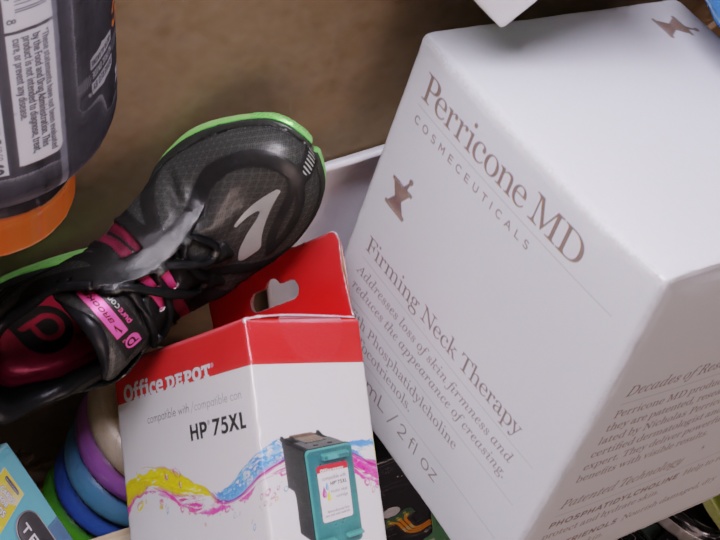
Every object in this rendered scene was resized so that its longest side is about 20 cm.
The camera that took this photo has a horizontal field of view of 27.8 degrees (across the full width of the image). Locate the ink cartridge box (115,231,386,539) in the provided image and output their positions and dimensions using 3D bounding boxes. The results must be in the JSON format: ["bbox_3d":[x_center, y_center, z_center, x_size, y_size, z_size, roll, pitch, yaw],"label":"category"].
[{"bbox_3d":[-0.052,0.090,0.663,0.067,0.200,0.116,1,166,-40],"label":"ink cartridge box"}]

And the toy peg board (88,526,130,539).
[{"bbox_3d":[-0.100,0.208,0.805,0.200,0.098,0.199,-12,157,-40],"label":"toy peg board"}]

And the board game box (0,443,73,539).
[{"bbox_3d":[-0.209,0.174,0.698,0.200,0.047,0.151,-18,112,31],"label":"board game box"}]

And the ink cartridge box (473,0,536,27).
[{"bbox_3d":[0.035,-0.182,0.513,0.104,0.059,0.200,-37,144,14],"label":"ink cartridge box"}]

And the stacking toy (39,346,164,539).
[{"bbox_3d":[-0.142,0.128,0.795,0.085,0.085,0.200,3,142,-36],"label":"stacking toy"}]

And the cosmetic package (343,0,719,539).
[{"bbox_3d":[0.107,0.007,0.680,0.166,0.167,0.200,-13,140,-34],"label":"cosmetic package"}]

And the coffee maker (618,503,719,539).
[{"bbox_3d":[0.175,0.183,1.027,0.135,0.192,0.200,33,117,-10],"label":"coffee maker"}]

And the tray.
[{"bbox_3d":[0.000,0.000,0.761,0.107,0.022,0.200,-17,145,-12],"label":"tray"}]

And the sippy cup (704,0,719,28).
[{"bbox_3d":[0.222,-0.145,0.632,0.130,0.178,0.140,-37,175,34],"label":"sippy cup"}]

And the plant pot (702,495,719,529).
[{"bbox_3d":[0.331,0.077,0.913,0.190,0.200,0.200,-42,165,-49],"label":"plant pot"}]

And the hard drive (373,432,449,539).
[{"bbox_3d":[0.016,0.160,0.966,0.139,0.038,0.200,-21,144,-8],"label":"hard drive"}]

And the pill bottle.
[{"bbox_3d":[-0.135,-0.093,0.481,0.106,0.106,0.200,-13,144,-18],"label":"pill bottle"}]

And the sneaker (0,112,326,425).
[{"bbox_3d":[-0.095,0.007,0.643,0.200,0.084,0.077,-37,116,12],"label":"sneaker"}]
